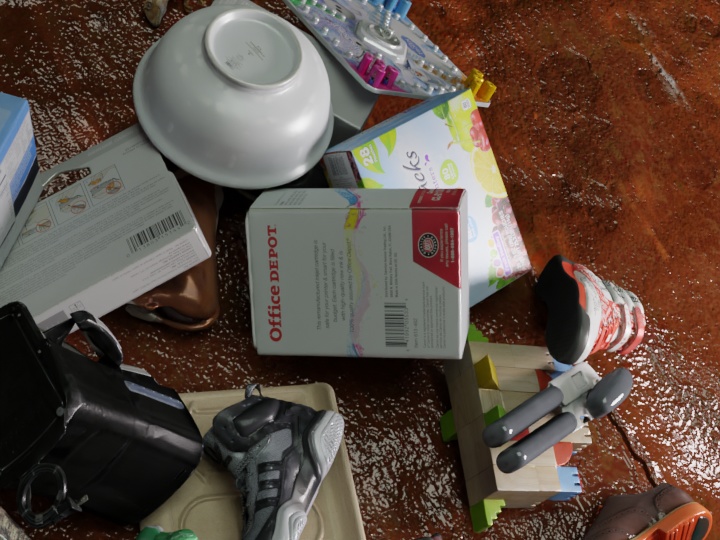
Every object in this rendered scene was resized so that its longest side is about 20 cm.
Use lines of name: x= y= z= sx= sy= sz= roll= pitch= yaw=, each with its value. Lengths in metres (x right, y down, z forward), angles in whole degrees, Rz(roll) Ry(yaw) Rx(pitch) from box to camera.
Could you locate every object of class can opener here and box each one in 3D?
can opener: x=0.191 y=0.129 z=1.465 sx=0.199 sy=0.067 sz=0.054 roll=-23 pitch=82 yaw=-53

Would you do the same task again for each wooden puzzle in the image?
wooden puzzle: x=-0.107 y=0.200 z=1.426 sx=0.198 sy=0.046 sz=0.187 roll=-5 pitch=63 yaw=-17

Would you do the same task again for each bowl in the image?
bowl: x=-0.111 y=-0.184 z=1.484 sx=0.199 sy=0.091 sz=0.203 roll=10 pitch=54 yaw=-14

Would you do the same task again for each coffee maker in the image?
coffee maker: x=-0.234 y=0.146 z=1.304 sx=0.200 sy=0.134 sz=0.194 roll=34 pitch=40 yaw=-56

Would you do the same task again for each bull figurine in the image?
bull figurine: x=-0.185 y=-0.036 z=1.519 sx=0.120 sy=0.065 sz=0.202 roll=2 pitch=58 yaw=-15

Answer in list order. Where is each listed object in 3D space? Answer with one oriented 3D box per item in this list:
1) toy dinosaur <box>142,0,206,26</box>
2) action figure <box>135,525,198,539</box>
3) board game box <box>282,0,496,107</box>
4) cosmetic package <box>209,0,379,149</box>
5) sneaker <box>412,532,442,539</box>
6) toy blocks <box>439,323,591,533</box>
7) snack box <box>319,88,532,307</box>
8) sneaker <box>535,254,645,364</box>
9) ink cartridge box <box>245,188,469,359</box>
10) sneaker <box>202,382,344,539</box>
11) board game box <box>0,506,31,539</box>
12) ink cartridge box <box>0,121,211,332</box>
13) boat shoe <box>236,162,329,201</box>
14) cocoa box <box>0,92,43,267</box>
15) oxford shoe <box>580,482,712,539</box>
toy dinosaur: x=-0.170 y=-0.344 z=1.706 sx=0.105 sy=0.061 sz=0.201 roll=27 pitch=55 yaw=-2
action figure: x=-0.167 y=0.256 z=1.274 sx=0.054 sy=0.200 sz=0.119 roll=-27 pitch=73 yaw=-31
board game box: x=0.025 y=-0.250 z=1.667 sx=0.199 sy=0.026 sz=0.200 roll=0 pitch=41 yaw=-47
cosmetic package: x=-0.084 y=-0.191 z=1.622 sx=0.199 sy=0.107 sz=0.091 roll=28 pitch=55 yaw=-5
sneaker: x=0.092 y=0.298 z=1.424 sx=0.198 sy=0.076 sz=0.116 roll=13 pitch=55 yaw=-12
toy blocks: x=0.162 y=0.153 z=1.532 sx=0.135 sy=0.100 sz=0.202 roll=6 pitch=61 yaw=-29
snack box: x=0.067 y=-0.057 z=1.571 sx=0.168 sy=0.067 sz=0.202 roll=-28 pitch=104 yaw=-32
sneaker: x=0.242 y=0.053 z=1.579 sx=0.107 sy=0.068 sz=0.202 roll=27 pitch=18 yaw=-10
ink cartridge box: x=0.000 y=0.000 z=1.470 sx=0.198 sy=0.147 sz=0.083 roll=1 pitch=18 yaw=9
sneaker: x=-0.096 y=0.190 z=1.367 sx=0.113 sy=0.076 sz=0.201 roll=26 pitch=52 yaw=0
board game box: x=-0.297 y=0.252 z=1.241 sx=0.200 sy=0.160 sz=0.097 roll=45 pitch=72 yaw=8
ink cartridge box: x=-0.255 y=-0.033 z=1.452 sx=0.199 sy=0.045 sz=0.177 roll=-28 pitch=45 yaw=-2
boat shoe: x=-0.115 y=-0.121 z=1.584 sx=0.199 sy=0.068 sz=0.072 roll=31 pitch=79 yaw=-2
cocoa box: x=-0.405 y=-0.092 z=1.402 sx=0.198 sy=0.132 sz=0.134 roll=16 pitch=56 yaw=6
oxford shoe: x=0.242 y=0.265 z=1.515 sx=0.198 sy=0.072 sz=0.073 roll=-18 pitch=40 yaw=-25
